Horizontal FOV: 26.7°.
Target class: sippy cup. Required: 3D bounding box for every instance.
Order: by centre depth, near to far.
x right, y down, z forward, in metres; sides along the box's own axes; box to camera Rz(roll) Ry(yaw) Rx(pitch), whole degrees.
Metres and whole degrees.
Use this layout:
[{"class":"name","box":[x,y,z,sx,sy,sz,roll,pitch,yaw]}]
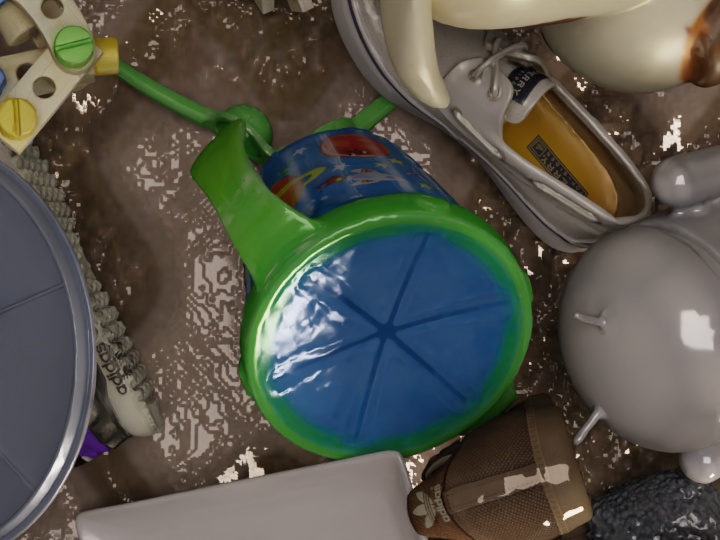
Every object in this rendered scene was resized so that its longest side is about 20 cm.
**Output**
[{"class":"sippy cup","box":[0.000,0.000,0.730,0.139,0.131,0.179,-13,123,-7]}]

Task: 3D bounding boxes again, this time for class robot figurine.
[{"class":"robot figurine","box":[0.179,0.019,0.750,0.199,0.113,0.171,-22,110,-29]}]

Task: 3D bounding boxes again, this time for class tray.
[{"class":"tray","box":[-0.046,0.152,0.744,0.199,0.022,0.108,-15,95,29]}]

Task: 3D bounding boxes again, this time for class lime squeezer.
[{"class":"lime squeezer","box":[-0.043,-0.085,0.785,0.199,0.038,0.071,0,89,-5]}]

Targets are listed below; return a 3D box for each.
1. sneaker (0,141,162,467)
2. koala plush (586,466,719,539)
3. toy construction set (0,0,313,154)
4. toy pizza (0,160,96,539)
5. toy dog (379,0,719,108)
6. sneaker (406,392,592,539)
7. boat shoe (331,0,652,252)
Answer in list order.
[{"class":"sneaker","box":[-0.184,0.010,0.754,0.099,0.070,0.201,-26,90,1]},{"class":"koala plush","box":[0.109,0.214,0.735,0.199,0.177,0.185,-8,100,-10]},{"class":"toy construction set","box":[-0.111,-0.149,0.725,0.199,0.092,0.132,-27,90,-27]},{"class":"toy pizza","box":[-0.205,0.038,0.715,0.199,0.032,0.202,0,90,23]},{"class":"toy dog","box":[0.103,-0.149,0.674,0.200,0.139,0.195,23,75,-46]},{"class":"sneaker","box":[0.060,0.096,0.697,0.075,0.200,0.071,-15,77,2]},{"class":"boat shoe","box":[0.071,-0.090,0.767,0.200,0.070,0.071,47,68,-9]}]
